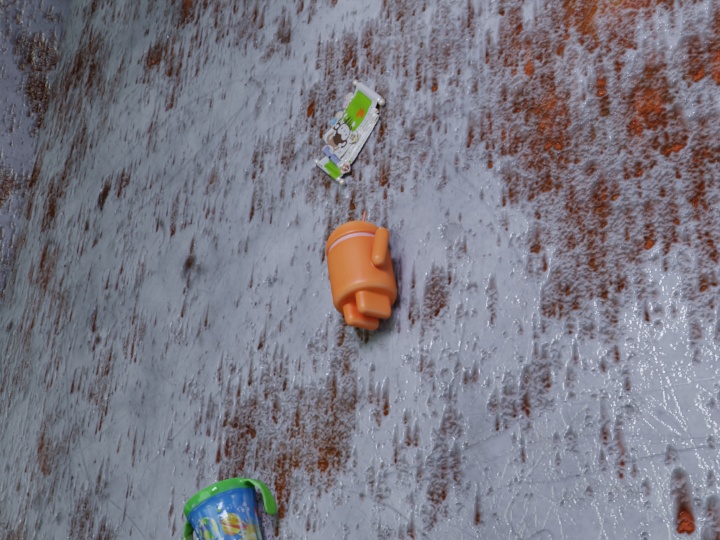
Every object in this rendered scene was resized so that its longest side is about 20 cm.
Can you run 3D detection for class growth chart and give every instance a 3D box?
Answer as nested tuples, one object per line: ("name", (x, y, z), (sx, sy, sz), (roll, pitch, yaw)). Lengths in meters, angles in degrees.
("growth chart", (-0.024, -0.279, 1.629), (0.144, 0.018, 0.203), (33, 97, 49))

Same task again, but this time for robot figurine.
("robot figurine", (0.001, -0.001, 1.402), (0.114, 0.145, 0.203), (-10, 57, -1))

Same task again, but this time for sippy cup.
("sippy cup", (-0.231, 0.459, 1.440), (0.132, 0.137, 0.179), (61, 142, 30))
